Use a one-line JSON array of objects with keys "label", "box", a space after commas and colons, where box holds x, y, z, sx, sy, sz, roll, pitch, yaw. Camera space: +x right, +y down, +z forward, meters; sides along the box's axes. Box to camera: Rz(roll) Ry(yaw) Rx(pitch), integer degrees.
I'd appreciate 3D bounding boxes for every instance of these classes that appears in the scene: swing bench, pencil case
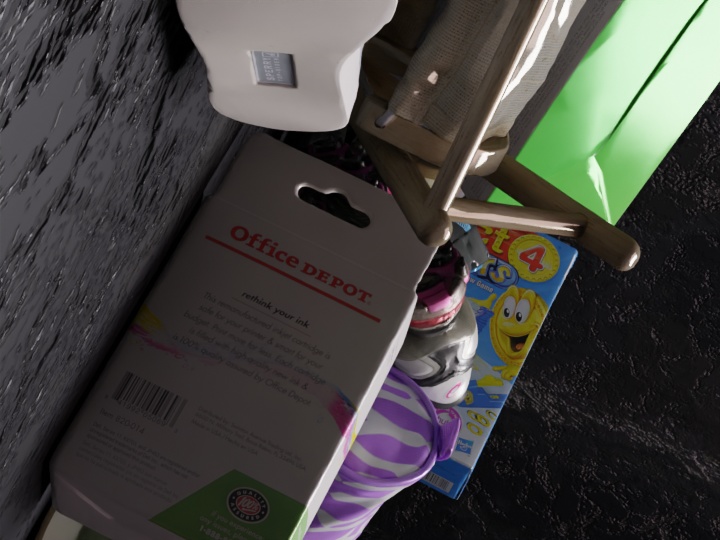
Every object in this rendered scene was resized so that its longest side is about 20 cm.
[{"label": "swing bench", "box": [0.060, -0.138, 0.848, 0.130, 0.200, 0.199, 7, 117, -40]}, {"label": "pencil case", "box": [-0.025, 0.125, 1.086, 0.200, 0.085, 0.084, 122, -9, -52]}]

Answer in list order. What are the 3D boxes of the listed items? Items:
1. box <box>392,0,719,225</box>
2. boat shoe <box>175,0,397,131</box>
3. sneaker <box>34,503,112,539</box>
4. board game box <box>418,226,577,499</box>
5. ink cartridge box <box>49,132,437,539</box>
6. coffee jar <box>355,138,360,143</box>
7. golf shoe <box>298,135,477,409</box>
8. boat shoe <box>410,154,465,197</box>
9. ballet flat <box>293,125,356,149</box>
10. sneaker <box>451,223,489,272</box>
[{"label": "box", "box": [0.098, -0.152, 0.978, 0.200, 0.097, 0.177, -58, -135, 30]}, {"label": "boat shoe", "box": [-0.018, -0.104, 0.673, 0.200, 0.072, 0.069, 79, 16, -76]}, {"label": "sneaker", "box": [-0.090, 0.097, 1.050, 0.200, 0.090, 0.067, -61, 177, -31]}, {"label": "board game box", "box": [0.023, 0.027, 1.422, 0.196, 0.200, 0.056, -62, 176, -30]}, {"label": "ink cartridge box", "box": [-0.050, 0.046, 0.972, 0.200, 0.117, 0.067, -61, 173, -24]}, {"label": "coffee jar", "box": [-0.016, -0.027, 1.330, 0.200, 0.085, 0.104, -61, 177, -24]}, {"label": "golf shoe", "box": [0.000, 0.000, 1.108, 0.200, 0.072, 0.092, -127, -160, -50]}, {"label": "boat shoe", "box": [0.060, -0.097, 1.254, 0.201, 0.072, 0.066, -61, 172, -51]}, {"label": "ballet flat", "box": [0.003, -0.099, 1.253, 0.200, 0.057, 0.067, -60, 177, -34]}, {"label": "sneaker", "box": [-0.005, -0.010, 1.229, 0.073, 0.082, 0.200, -16, -173, 41]}]
